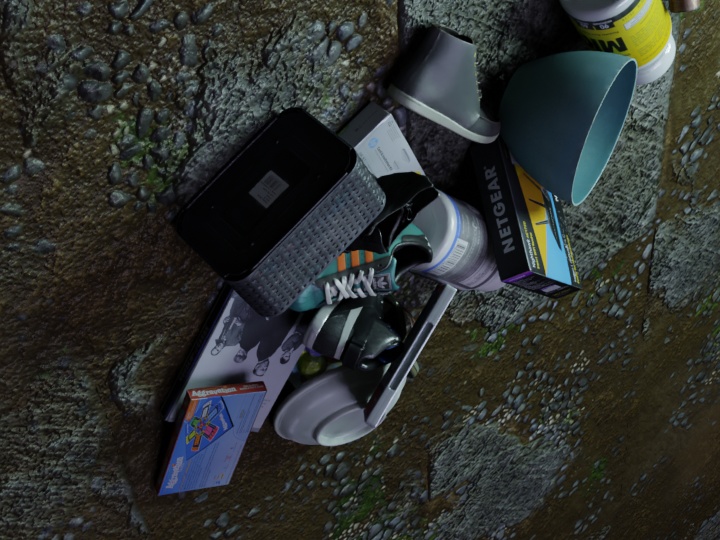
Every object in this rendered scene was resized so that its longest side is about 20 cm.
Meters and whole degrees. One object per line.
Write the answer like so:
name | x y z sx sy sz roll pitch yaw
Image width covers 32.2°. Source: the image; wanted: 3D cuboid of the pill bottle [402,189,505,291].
pill bottle | 0.126 -0.036 1.670 0.200 0.114 0.114 19 107 -53

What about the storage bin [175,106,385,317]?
storage bin | -0.089 -0.066 1.395 0.200 0.135 0.094 -46 144 -4

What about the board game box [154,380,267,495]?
board game box | -0.193 0.216 1.590 0.103 0.019 0.200 -5 138 -30

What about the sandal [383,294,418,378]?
sandal | 0.045 0.082 1.737 0.057 0.080 0.201 -55 154 -22

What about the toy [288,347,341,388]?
toy | -0.047 0.116 1.681 0.115 0.047 0.200 -44 145 -8

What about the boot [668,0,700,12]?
boot | 0.416 -0.455 1.642 0.064 0.186 0.201 -9 110 10

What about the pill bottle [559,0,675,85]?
pill bottle | 0.341 -0.331 1.631 0.114 0.114 0.200 -50 144 2

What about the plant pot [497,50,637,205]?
plant pot | 0.257 -0.202 1.621 0.200 0.135 0.200 -54 158 -33

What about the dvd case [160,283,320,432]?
dvd case | -0.147 0.112 1.572 0.150 0.025 0.200 14 112 -41

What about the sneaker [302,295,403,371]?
sneaker | 0.016 0.062 1.593 0.200 0.112 0.073 -49 167 -47

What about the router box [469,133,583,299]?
router box | 0.224 -0.070 1.683 0.051 0.201 0.149 -24 157 32

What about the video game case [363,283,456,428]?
video game case | 0.061 0.106 1.605 0.200 0.017 0.143 -59 180 -1

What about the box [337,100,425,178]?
box | -0.019 -0.090 1.531 0.200 0.041 0.156 -44 145 -5

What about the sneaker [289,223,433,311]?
sneaker | 0.000 0.000 1.528 0.200 0.080 0.071 -31 142 -21

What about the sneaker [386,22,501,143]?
sneaker | 0.130 -0.227 1.532 0.200 0.075 0.106 13 115 -50

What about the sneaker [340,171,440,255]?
sneaker | -0.008 -0.048 1.456 0.200 0.104 0.060 -47 145 -3

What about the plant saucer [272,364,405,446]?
plant saucer | -0.021 0.195 1.723 0.200 0.050 0.200 -19 151 -11
